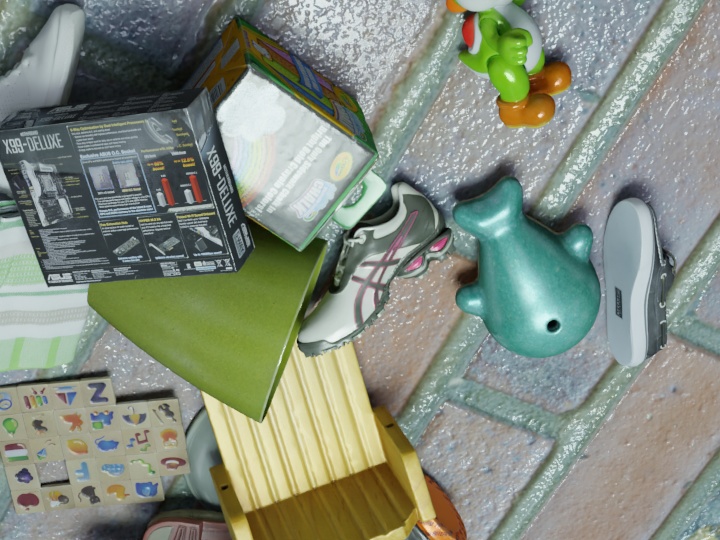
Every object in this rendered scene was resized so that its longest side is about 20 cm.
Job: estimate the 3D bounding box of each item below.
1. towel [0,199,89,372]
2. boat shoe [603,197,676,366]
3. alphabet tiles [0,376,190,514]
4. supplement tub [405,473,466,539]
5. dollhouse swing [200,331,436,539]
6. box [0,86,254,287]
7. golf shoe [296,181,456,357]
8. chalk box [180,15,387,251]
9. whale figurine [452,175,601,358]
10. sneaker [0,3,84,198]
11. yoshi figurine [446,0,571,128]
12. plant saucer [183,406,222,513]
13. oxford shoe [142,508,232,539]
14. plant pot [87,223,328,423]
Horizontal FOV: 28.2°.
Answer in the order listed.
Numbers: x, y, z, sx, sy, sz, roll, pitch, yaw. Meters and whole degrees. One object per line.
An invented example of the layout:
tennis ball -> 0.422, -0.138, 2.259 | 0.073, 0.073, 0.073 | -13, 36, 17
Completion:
towel -> -0.315, 0.019, 1.388 | 0.148, 0.031, 0.201 | -6, 129, -41
boat shoe -> 0.302, 0.009, 1.512 | 0.066, 0.070, 0.202 | -17, 120, -20
alphabet tiles -> -0.286, 0.185, 1.533 | 0.197, 0.008, 0.169 | -5, 121, -1
supplement tub -> 0.016, 0.323, 1.609 | 0.200, 0.123, 0.122 | -40, 119, 14
dollhouse swing -> -0.054, 0.175, 1.452 | 0.198, 0.182, 0.178 | -18, 114, -11
box -> -0.209, -0.070, 1.260 | 0.198, 0.050, 0.159 | -5, 118, 21
golf shoe -> 0.000, 0.000, 1.438 | 0.200, 0.077, 0.088 | -44, 112, -8
chalk box -> -0.068, -0.116, 1.338 | 0.199, 0.124, 0.125 | 34, 109, -26
whale figurine -> 0.169, 0.004, 1.459 | 0.158, 0.104, 0.201 | -27, 121, 7
sneaker -> -0.313, -0.158, 1.305 | 0.088, 0.075, 0.201 | 22, 116, -8
yoshi figurine -> 0.147, -0.239, 1.320 | 0.111, 0.112, 0.201 | -32, 119, -9
plant saucer -> -0.096, 0.213, 1.568 | 0.198, 0.050, 0.202 | -5, 121, -8
oxford shoe -> -0.136, 0.290, 1.568 | 0.198, 0.075, 0.071 | 12, 103, -8
plant pot -> -0.155, 0.024, 1.388 | 0.198, 0.187, 0.189 | 21, 116, 1
